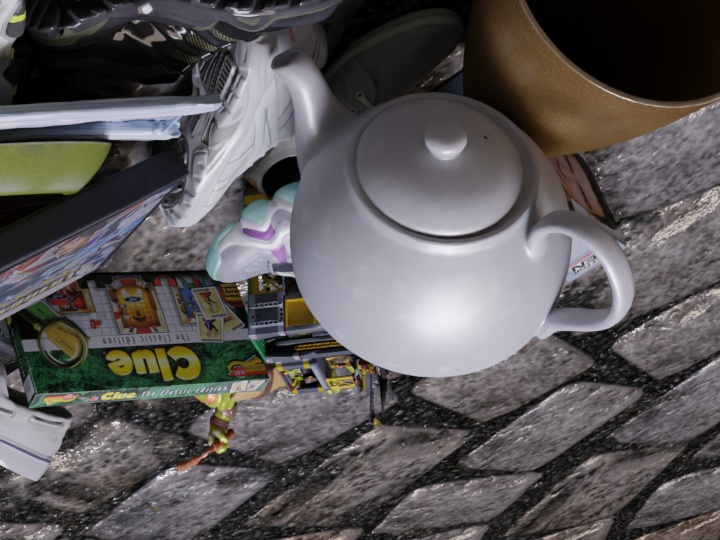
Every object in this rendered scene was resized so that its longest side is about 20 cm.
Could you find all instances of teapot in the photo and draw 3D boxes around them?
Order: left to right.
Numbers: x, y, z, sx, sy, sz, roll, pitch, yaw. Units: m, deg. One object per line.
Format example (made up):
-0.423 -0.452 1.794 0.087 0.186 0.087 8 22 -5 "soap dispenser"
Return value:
0.051 -0.038 1.119 0.198 0.199 0.146 -5 147 -10 "teapot"

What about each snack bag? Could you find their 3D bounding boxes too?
-0.195 -0.086 1.088 0.187 0.022 0.200 -6 -178 -28 "snack bag"

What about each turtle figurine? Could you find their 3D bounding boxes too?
-0.088 0.096 1.558 0.160 0.065 0.201 -11 144 -34 "turtle figurine"

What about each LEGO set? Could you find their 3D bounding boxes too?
-0.014 0.016 1.365 0.115 0.155 0.200 -6 147 9 "LEGO set"

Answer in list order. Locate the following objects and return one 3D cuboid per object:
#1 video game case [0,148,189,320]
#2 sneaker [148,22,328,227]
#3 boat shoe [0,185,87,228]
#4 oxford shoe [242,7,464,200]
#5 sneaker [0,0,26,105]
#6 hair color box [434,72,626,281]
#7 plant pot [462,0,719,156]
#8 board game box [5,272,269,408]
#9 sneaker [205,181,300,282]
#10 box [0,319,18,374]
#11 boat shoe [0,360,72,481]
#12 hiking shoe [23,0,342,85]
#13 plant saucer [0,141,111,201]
-0.227 -0.001 1.188 0.199 0.026 0.181 -30 175 -34 "video game case"
-0.077 -0.096 1.203 0.099 0.078 0.200 -6 151 -33 "sneaker"
-0.275 -0.023 1.200 0.198 0.068 0.072 -8 150 -25 "boat shoe"
-0.005 -0.112 1.244 0.199 0.058 0.075 -34 149 21 "oxford shoe"
-0.233 -0.147 0.997 0.076 0.076 0.200 -13 151 -19 "sneaker"
0.123 -0.068 1.366 0.060 0.100 0.200 -32 151 21 "hair color box"
0.144 -0.153 1.167 0.185 0.188 0.200 -9 164 -21 "plant pot"
-0.173 0.050 1.369 0.199 0.105 0.023 -2 149 -34 "board game box"
0.000 0.000 1.240 0.199 0.141 0.078 -25 167 3 "sneaker"
-0.362 0.058 1.310 0.158 0.049 0.200 -30 151 19 "box"
-0.286 0.090 1.299 0.066 0.072 0.200 -56 134 -5 "boat shoe"
-0.109 -0.160 1.080 0.198 0.076 0.101 -6 159 -9 "hiking shoe"
-0.251 -0.056 1.086 0.198 0.031 0.200 -4 -178 0 "plant saucer"
